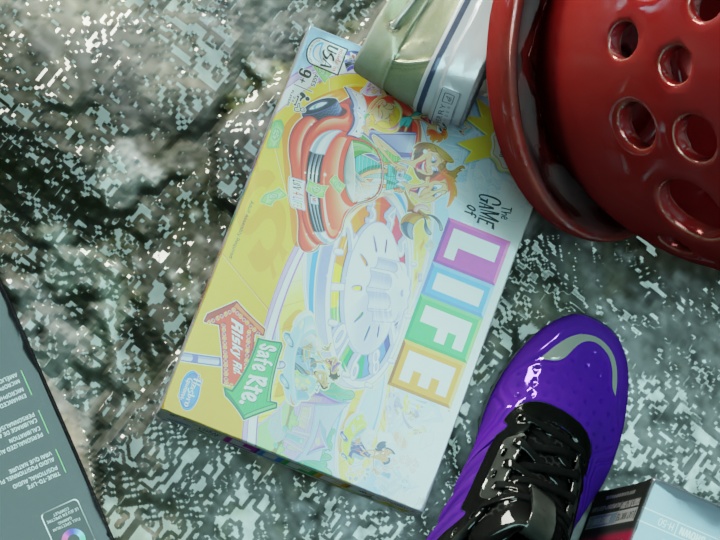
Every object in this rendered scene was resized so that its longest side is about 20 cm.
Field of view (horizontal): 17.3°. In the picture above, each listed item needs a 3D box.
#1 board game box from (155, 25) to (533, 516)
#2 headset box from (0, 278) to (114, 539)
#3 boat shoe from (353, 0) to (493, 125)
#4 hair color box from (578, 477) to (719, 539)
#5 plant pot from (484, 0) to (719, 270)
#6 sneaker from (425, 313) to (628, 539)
[{"bbox_3d":[0.000,0.000,1.136,0.134,0.034,0.201,21,78,-5],"label":"board game box"},{"bbox_3d":[-0.214,0.102,1.056,0.174,0.093,0.201,-23,86,-11],"label":"headset box"},{"bbox_3d":[0.059,-0.164,1.141,0.062,0.072,0.200,24,63,0],"label":"boat shoe"},{"bbox_3d":[0.112,0.201,1.087,0.060,0.099,0.201,23,78,-5],"label":"hair color box"},{"bbox_3d":[0.173,-0.095,1.083,0.200,0.182,0.201,-9,102,-47],"label":"plant pot"},{"bbox_3d":[0.077,0.110,1.096,0.069,0.100,0.201,30,78,-5],"label":"sneaker"}]
